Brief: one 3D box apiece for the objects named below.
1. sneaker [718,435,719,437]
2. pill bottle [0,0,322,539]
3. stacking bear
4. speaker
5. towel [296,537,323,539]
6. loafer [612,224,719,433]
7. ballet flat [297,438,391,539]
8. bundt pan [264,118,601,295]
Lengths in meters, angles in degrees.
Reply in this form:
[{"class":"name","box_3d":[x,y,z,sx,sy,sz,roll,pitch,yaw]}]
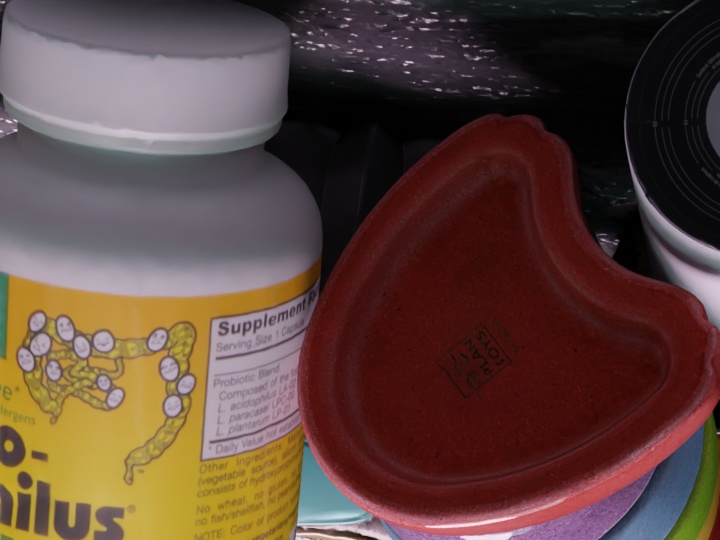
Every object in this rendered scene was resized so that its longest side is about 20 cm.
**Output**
[{"class":"sneaker","box_3d":[0.141,0.099,1.236,0.081,0.078,0.200,8,157,17]},{"class":"pill bottle","box_3d":[-0.069,0.023,0.738,0.112,0.202,0.113,6,-162,-2]},{"class":"stacking bear","box_3d":[0.068,0.062,0.771,0.113,0.122,0.200,-39,146,3]},{"class":"speaker","box_3d":[0.125,-0.016,0.754,0.080,0.082,0.200,6,166,11]},{"class":"towel","box_3d":[-0.060,0.063,1.050,0.198,0.086,0.166,14,-159,-9]},{"class":"loafer","box_3d":[0.119,0.040,0.986,0.067,0.077,0.200,14,166,1]},{"class":"ballet flat","box_3d":[0.018,0.073,0.927,0.198,0.069,0.063,11,-166,0]},{"class":"bundt pan","box_3d":[0.000,0.000,0.891,0.200,0.076,0.202,8,167,2]}]
